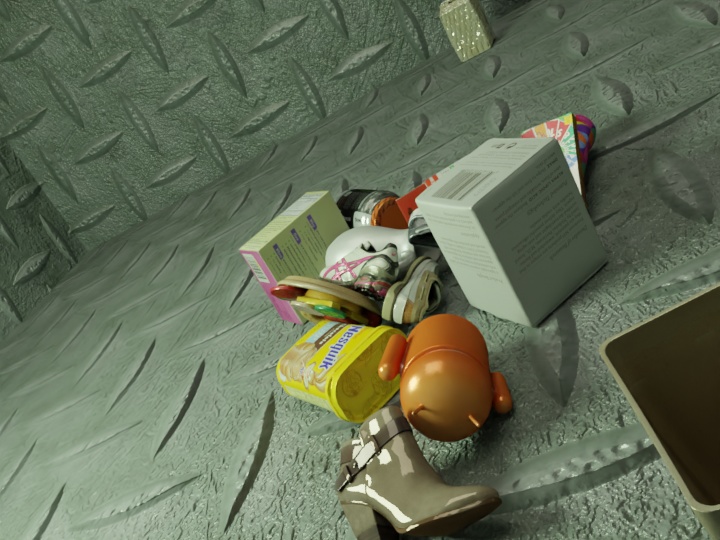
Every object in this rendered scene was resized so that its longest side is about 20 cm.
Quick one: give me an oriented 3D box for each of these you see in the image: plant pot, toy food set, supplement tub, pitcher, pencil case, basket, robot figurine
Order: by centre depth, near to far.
[{"bbox_3d":[0.323,0.128,0.531,0.197,0.179,0.201,-28,21,11],"label":"plant pot"},{"bbox_3d":[0.104,0.130,0.899,0.116,0.145,0.201,-35,13,17],"label":"robot figurine"},{"bbox_3d":[-0.056,0.058,1.225,0.197,0.196,0.050,7,75,42],"label":"toy food set"},{"bbox_3d":[0.368,-0.202,1.301,0.087,0.090,0.201,-14,28,37],"label":"pencil case"},{"bbox_3d":[0.028,-0.018,1.319,0.195,0.124,0.171,-11,13,26],"label":"pitcher"},{"bbox_3d":[0.024,-0.106,1.516,0.122,0.124,0.199,-38,22,-17],"label":"supplement tub"},{"bbox_3d":[0.367,-0.842,2.507,0.133,0.202,0.125,-21,30,25],"label":"basket"}]

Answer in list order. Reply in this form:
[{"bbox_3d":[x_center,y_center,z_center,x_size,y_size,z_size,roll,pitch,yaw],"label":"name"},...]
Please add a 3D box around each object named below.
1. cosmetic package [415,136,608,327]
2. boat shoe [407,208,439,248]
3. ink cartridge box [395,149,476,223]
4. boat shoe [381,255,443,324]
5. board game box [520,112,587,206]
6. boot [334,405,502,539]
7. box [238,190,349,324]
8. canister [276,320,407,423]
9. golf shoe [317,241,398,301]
[{"bbox_3d":[0.215,-0.060,1.047,0.164,0.203,0.164,-37,22,-14],"label":"cosmetic package"},{"bbox_3d":[0.176,-0.062,1.232,0.194,0.073,0.069,6,49,8],"label":"boat shoe"},{"bbox_3d":[0.177,-0.135,1.384,0.197,0.110,0.051,-30,21,6],"label":"ink cartridge box"},{"bbox_3d":[0.100,0.038,1.188,0.067,0.077,0.200,17,29,17],"label":"boat shoe"},{"bbox_3d":[0.317,-0.152,1.194,0.094,0.030,0.206,-17,65,35],"label":"board game box"},{"bbox_3d":[0.050,0.219,0.795,0.198,0.070,0.149,-32,50,25],"label":"boot"},{"bbox_3d":[-0.112,-0.029,1.466,0.199,0.178,0.096,-42,24,-24],"label":"box"},{"bbox_3d":[-0.029,0.146,1.110,0.148,0.088,0.198,-42,22,-25],"label":"canister"},{"bbox_3d":[0.000,0.000,1.230,0.198,0.072,0.094,-1,68,54],"label":"golf shoe"}]
